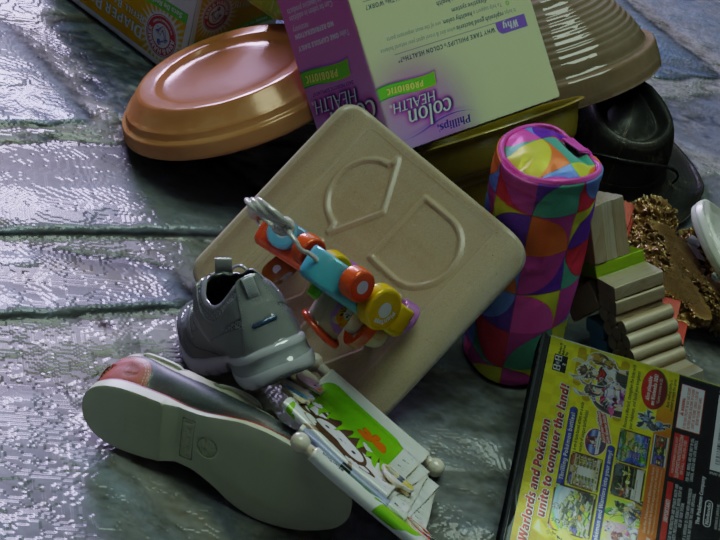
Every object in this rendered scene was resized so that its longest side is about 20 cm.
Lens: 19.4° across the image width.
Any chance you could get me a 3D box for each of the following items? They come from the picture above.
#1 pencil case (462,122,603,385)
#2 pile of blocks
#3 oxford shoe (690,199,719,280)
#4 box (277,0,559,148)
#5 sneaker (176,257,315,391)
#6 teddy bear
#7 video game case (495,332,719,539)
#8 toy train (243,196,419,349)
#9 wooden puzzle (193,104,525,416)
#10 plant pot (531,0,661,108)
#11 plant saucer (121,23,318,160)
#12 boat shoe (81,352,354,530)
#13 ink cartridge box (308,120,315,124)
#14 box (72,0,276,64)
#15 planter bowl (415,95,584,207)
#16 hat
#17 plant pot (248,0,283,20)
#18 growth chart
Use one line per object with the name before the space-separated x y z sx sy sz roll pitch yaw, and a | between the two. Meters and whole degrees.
pencil case | 0.127 -0.010 1.571 0.088 0.201 0.089 5 38 -4
pile of blocks | 0.207 0.028 1.606 0.062 0.082 0.201 -17 84 -25
oxford shoe | 0.335 0.019 1.687 0.075 0.058 0.201 4 48 -56
box | 0.039 -0.201 1.672 0.175 0.201 0.096 -21 5 -34
sneaker | -0.083 0.026 1.459 0.074 0.083 0.200 -21 10 -19
teddy bear | 0.246 0.006 1.724 0.144 0.067 0.200 27 29 -18
video game case | 0.195 0.147 1.477 0.180 0.026 0.201 17 47 0
toy train | -0.035 0.006 1.450 0.150 0.056 0.200 34 0 6
wooden puzzle | 0.000 0.000 1.556 0.200 0.185 0.046 42 -2 30
plant pot | 0.162 -0.205 1.884 0.199 0.093 0.201 -14 18 5
plant saucer | -0.105 -0.153 1.738 0.199 0.038 0.201 -13 28 7
boat shoe | -0.088 0.110 1.411 0.199 0.072 0.063 21 30 15
ink cartridge box | -0.030 -0.161 1.810 0.198 0.048 0.146 4 19 -10
box | -0.177 -0.269 1.903 0.200 0.102 0.112 37 37 29
planter bowl | 0.097 -0.074 1.714 0.199 0.084 0.200 -17 4 1
hat | 0.230 -0.124 1.886 0.199 0.081 0.201 11 32 -7
plant pot | -0.006 -0.287 1.810 0.183 0.201 0.200 -10 41 -42
growth chart | 0.002 0.119 1.398 0.144 0.018 0.200 39 12 -6
